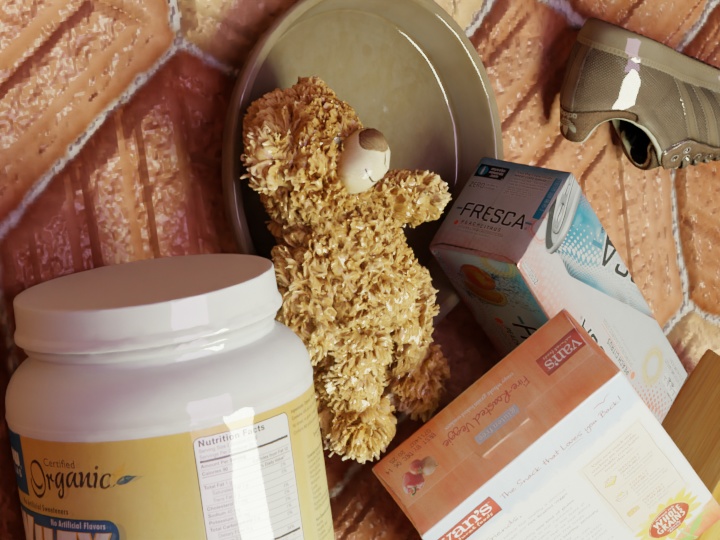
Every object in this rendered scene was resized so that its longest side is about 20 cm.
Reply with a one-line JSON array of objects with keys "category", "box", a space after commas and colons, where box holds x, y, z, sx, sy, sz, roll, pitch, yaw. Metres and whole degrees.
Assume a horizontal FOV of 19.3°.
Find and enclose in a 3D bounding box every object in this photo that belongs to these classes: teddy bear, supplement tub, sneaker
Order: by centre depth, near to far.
[{"category": "supplement tub", "box": [-0.088, 0.102, 0.996, 0.145, 0.145, 0.200, -16, 103, -40]}, {"category": "teddy bear", "box": [0.000, 0.000, 1.083, 0.145, 0.067, 0.200, -11, 102, -43]}, {"category": "sneaker", "box": [0.194, -0.095, 1.305, 0.200, 0.070, 0.076, 17, 101, -38]}]

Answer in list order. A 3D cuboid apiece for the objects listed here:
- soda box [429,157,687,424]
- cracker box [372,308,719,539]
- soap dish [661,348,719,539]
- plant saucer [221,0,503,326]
[{"category": "soda box", "box": [0.117, 0.025, 1.208, 0.068, 0.064, 0.200, -59, 138, -22]}, {"category": "cracker box", "box": [0.108, 0.121, 1.161, 0.134, 0.058, 0.200, -39, 143, 1]}, {"category": "soap dish", "box": [0.218, 0.175, 1.321, 0.200, 0.081, 0.157, -54, 125, -24]}, {"category": "plant saucer", "box": [0.000, -0.057, 1.143, 0.200, 0.029, 0.200, -3, 95, -41]}]
